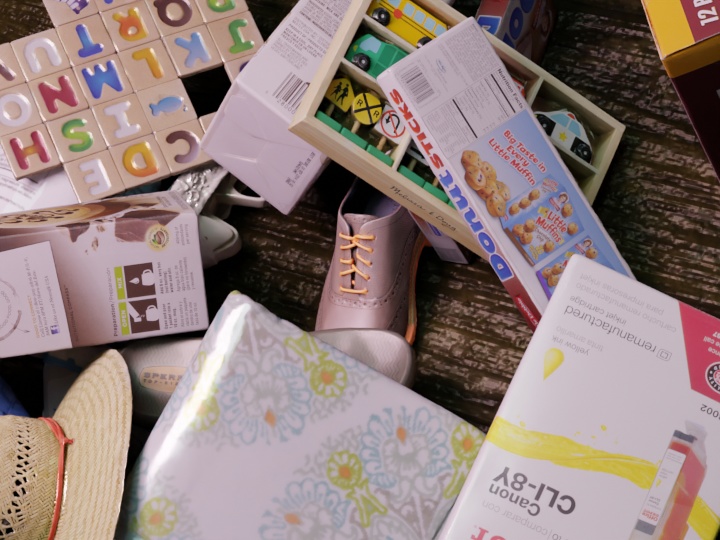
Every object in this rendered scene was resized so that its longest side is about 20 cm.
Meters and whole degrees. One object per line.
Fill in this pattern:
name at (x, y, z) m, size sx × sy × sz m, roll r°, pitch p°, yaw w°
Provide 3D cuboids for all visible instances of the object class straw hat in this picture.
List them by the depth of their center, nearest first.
straw hat at (-0.214, 0.133, 1.448) m, size 0.201 × 0.085 × 0.202 m, roll -48°, pitch 34°, yaw 48°

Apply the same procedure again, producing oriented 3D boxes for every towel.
towel at (-0.033, 0.134, 1.421) m, size 0.199 × 0.048 × 0.172 m, roll 29°, pitch 86°, yaw -4°

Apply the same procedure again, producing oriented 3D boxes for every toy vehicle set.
toy vehicle set at (0.064, -0.090, 1.501) m, size 0.026 × 0.199 × 0.125 m, roll -23°, pitch 38°, yaw 62°

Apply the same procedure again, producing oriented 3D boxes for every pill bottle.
pill bottle at (-0.209, -0.050, 1.645) m, size 0.113 × 0.113 × 0.201 m, roll 21°, pitch 72°, yaw 33°

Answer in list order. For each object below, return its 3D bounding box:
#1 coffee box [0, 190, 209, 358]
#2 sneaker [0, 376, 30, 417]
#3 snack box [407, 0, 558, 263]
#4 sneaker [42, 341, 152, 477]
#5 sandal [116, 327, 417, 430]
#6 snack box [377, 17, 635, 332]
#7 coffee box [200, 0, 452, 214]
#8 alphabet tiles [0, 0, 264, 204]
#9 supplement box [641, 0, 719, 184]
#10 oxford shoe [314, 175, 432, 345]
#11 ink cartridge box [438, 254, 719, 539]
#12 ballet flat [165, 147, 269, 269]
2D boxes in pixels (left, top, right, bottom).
coffee box at (-0.205, 0.005, 1.513) m, size 0.198 × 0.080 × 0.113 m, roll -8°, pitch 10°, yaw -10°
sneaker at (-0.273, 0.088, 1.594) m, size 0.077 × 0.111 × 0.200 m, roll -36°, pitch 53°, yaw 1°
snack box at (0.082, -0.109, 1.568) m, size 0.024 × 0.072 × 0.201 m, roll 8°, pitch 65°, yaw 29°
sneaker at (-0.126, 0.100, 1.556) m, size 0.199 × 0.075 × 0.087 m, roll 17°, pitch 102°, yaw 25°
sandal at (-0.065, 0.063, 1.471) m, size 0.198 × 0.055 × 0.082 m, roll 4°, pitch 63°, yaw 7°
snack box at (0.093, -0.054, 1.467) m, size 0.072 × 0.024 × 0.201 m, roll -33°, pitch 93°, yaw -26°
coffee box at (-0.010, -0.150, 1.571) m, size 0.080 × 0.113 × 0.200 m, roll 38°, pitch 64°, yaw -1°
alphabet tiles at (-0.161, -0.135, 1.618) m, size 0.199 × 0.008 × 0.168 m, roll -20°, pitch 70°, yaw -16°
supplement box at (0.280, -0.160, 1.424) m, size 0.196 × 0.200 × 0.133 m, roll -22°, pitch 54°, yaw 12°
oxford shoe at (0.000, 0.000, 1.539) m, size 0.071 × 0.073 × 0.201 m, roll 4°, pitch 66°, yaw 28°
ink cartridge box at (0.143, 0.116, 1.366) m, size 0.144 × 0.083 × 0.201 m, roll 25°, pitch 73°, yaw 5°
ballet flat at (-0.098, -0.050, 1.624) m, size 0.071 × 0.072 × 0.201 m, roll 19°, pitch 69°, yaw 33°
